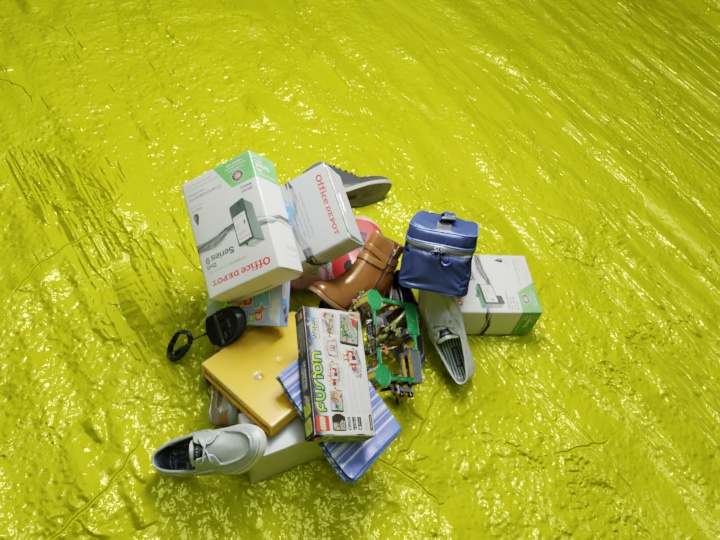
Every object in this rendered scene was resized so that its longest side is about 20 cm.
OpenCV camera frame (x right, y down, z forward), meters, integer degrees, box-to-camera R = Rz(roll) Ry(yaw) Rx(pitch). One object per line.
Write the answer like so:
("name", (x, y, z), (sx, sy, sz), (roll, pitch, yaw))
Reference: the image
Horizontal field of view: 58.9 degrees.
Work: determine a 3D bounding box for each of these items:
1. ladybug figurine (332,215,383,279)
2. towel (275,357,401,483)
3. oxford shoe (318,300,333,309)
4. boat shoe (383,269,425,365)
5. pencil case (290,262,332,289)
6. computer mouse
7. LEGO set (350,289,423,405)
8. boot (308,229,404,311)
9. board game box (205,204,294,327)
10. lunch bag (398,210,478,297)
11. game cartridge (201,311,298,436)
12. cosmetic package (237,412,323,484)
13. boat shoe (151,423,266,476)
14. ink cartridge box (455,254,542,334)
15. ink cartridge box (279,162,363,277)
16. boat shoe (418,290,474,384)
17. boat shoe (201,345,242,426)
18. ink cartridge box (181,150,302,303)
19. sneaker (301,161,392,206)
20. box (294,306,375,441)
("ladybug figurine", (-0.003, -0.037, 1.319), (0.132, 0.073, 0.204), (9, 53, -8))
("towel", (-0.029, 0.212, 1.009), (0.144, 0.024, 0.202), (-33, 87, -40))
("oxford shoe", (-0.024, 0.140, 1.189), (0.069, 0.072, 0.204), (-1, 54, -21))
("boat shoe", (0.083, 0.090, 1.247), (0.070, 0.073, 0.204), (-7, 57, -19))
("pencil case", (-0.152, -0.006, 1.251), (0.194, 0.088, 0.089), (3, 53, -13))
("computer mouse", (-0.263, 0.111, 1.095), (0.034, 0.197, 0.060), (-7, 76, -58))
("LEGO set", (0.030, 0.142, 1.156), (0.151, 0.115, 0.206), (3, 68, -41))
("boot", (0.000, 0.000, 1.182), (0.198, 0.158, 0.076), (18, 14, -48))
("board game box", (-0.191, -0.008, 1.105), (0.147, 0.036, 0.207), (0, 85, 20))
("lunch bag", (0.145, -0.042, 1.171), (0.132, 0.136, 0.200), (10, 14, 7))
("game cartridge", (-0.134, 0.160, 1.058), (0.174, 0.033, 0.198), (33, 44, 28))
("cosmetic package", (-0.100, 0.263, 1.054), (0.195, 0.109, 0.086), (-13, 58, -24))
("boat shoe", (-0.234, 0.279, 0.965), (0.197, 0.071, 0.072), (-19, 69, 25))
("ink cartridge box", (0.253, 0.049, 1.313), (0.194, 0.085, 0.149), (1, 53, -14))
("ink cartridge box", (-0.111, -0.076, 1.149), (0.196, 0.083, 0.149), (-25, 75, 15))
("boat shoe", (0.166, 0.115, 1.196), (0.204, 0.072, 0.067), (63, 16, -2))
("boat shoe", (-0.243, 0.172, 1.105), (0.066, 0.076, 0.203), (-9, 51, -14))
("ink cartridge box", (-0.194, -0.067, 1.048), (0.143, 0.084, 0.205), (-22, 76, 17))
("sneaker", (-0.030, -0.204, 1.431), (0.195, 0.075, 0.108), (-13, 60, -21))
("box", (-0.041, 0.161, 0.997), (0.108, 0.035, 0.205), (9, 59, -30))
